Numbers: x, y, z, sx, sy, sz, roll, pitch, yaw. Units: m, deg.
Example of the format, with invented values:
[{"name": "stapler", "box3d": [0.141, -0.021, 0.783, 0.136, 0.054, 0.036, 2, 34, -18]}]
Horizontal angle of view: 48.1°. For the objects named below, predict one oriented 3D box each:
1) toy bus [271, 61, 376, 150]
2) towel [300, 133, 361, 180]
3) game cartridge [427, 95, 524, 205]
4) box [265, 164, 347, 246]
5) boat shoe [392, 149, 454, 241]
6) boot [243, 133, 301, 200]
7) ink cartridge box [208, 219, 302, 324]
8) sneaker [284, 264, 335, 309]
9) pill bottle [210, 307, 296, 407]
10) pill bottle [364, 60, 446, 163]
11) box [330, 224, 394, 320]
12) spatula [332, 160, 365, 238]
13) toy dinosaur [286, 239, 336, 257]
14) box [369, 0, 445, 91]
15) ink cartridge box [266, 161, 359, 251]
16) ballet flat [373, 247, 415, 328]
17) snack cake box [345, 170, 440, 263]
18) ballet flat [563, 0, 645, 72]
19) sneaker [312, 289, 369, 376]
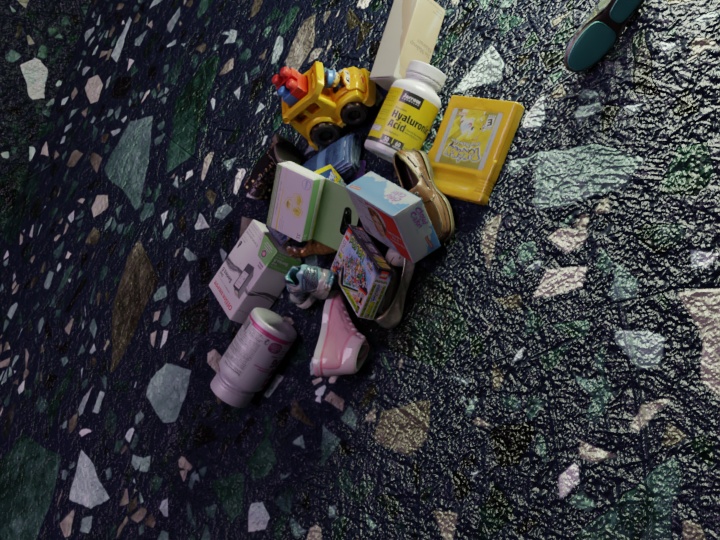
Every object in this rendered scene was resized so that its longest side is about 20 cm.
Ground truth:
[{"name": "toy bus", "box3d": [-0.092, -0.397, 1.801, 0.200, 0.192, 0.136, -32, 44, 29]}, {"name": "towel", "box3d": [-0.083, -0.229, 1.820, 0.200, 0.049, 0.112, -29, 43, 35]}, {"name": "game cartridge", "box3d": [0.208, -0.236, 1.557, 0.176, 0.032, 0.200, 20, 87, 47]}, {"name": "box", "box3d": [-0.120, -0.142, 1.772, 0.064, 0.070, 0.200, 50, 126, 4]}, {"name": "boat shoe", "box3d": [0.114, -0.143, 1.555, 0.072, 0.068, 0.200, -43, 60, 41]}, {"name": "boot", "box3d": [-0.213, -0.234, 1.922, 0.151, 0.073, 0.200, -54, 25, 16]}, {"name": "ink cartridge box", "box3d": [-0.245, 0.009, 1.861, 0.200, 0.084, 0.146, -54, 44, 13]}, {"name": "sneaker", "box3d": [-0.121, 0.022, 1.695, 0.200, 0.086, 0.078, -31, 36, 65]}, {"name": "pill bottle", "box3d": [-0.235, 0.191, 1.751, 0.200, 0.113, 0.113, -56, 44, 11]}, {"name": "pill bottle", "box3d": [0.096, -0.319, 1.646, 0.111, 0.111, 0.200, 26, 92, 47]}, {"name": "box", "box3d": [0.000, 0.000, 1.588, 0.110, 0.035, 0.200, -68, 26, 19]}, {"name": "spatula", "box3d": [-0.030, -0.153, 1.749, 0.056, 0.021, 0.200, -12, 49, 42]}, {"name": "toy dinosaur", "box3d": [-0.067, -0.061, 1.751, 0.200, 0.060, 0.106, -2, 86, 33]}, {"name": "box", "box3d": [0.101, -0.483, 1.727, 0.078, 0.095, 0.200, 10, 81, 46]}, {"name": "ink cartridge box", "box3d": [-0.099, -0.127, 1.687, 0.200, 0.048, 0.146, 28, 117, 29]}, {"name": "ballet flat", "box3d": [0.065, 0.013, 1.568, 0.067, 0.062, 0.200, -4, 70, 43]}, {"name": "snack cake box", "box3d": [0.060, -0.106, 1.556, 0.067, 0.115, 0.200, -33, 33, -13]}, {"name": "ballet flat", "box3d": [0.427, -0.435, 1.412, 0.200, 0.074, 0.074, -48, 46, 16]}, {"name": "sneaker", "box3d": [-0.027, 0.126, 1.612, 0.105, 0.075, 0.200, 0, 49, 13]}]
